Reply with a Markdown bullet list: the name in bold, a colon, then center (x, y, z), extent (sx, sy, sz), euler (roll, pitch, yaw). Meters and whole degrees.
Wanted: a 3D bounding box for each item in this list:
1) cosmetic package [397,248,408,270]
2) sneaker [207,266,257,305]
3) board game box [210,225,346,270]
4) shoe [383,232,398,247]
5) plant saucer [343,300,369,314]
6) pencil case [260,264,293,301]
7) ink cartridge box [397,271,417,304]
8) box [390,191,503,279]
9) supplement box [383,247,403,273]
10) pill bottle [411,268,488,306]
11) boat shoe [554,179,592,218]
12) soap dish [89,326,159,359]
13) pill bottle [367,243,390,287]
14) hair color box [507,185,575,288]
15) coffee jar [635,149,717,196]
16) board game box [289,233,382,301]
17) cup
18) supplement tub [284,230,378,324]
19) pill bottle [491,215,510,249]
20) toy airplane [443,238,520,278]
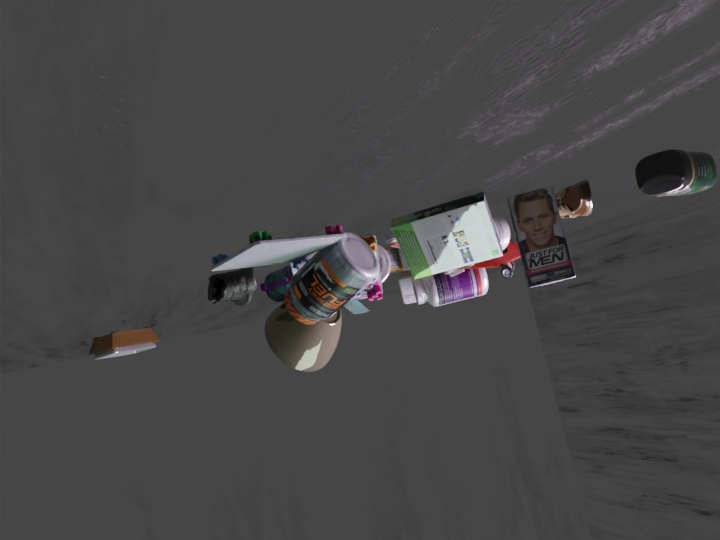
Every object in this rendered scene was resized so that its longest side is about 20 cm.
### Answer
- **cosmetic package**: center (0.211, -0.054, 1.672), extent (0.199, 0.074, 0.103), euler (-9, 173, -41)
- **sneaker**: center (-0.318, 0.045, 1.455), extent (0.113, 0.077, 0.199), euler (-9, 170, -17)
- **board game box**: center (-0.160, -0.044, 1.148), extent (0.198, 0.026, 0.199), euler (-8, 171, -39)
- **shoe**: center (0.146, -0.055, 1.437), extent (0.199, 0.092, 0.071), euler (-8, 172, -39)
- **plant saucer**: center (-0.063, 0.056, 1.579), extent (0.036, 0.199, 0.200), euler (-50, 174, -3)
- **pencil case**: center (-0.175, 0.024, 1.504), extent (0.092, 0.086, 0.199), euler (-10, 174, -31)
- **ink cartridge box**: center (0.187, 0.014, 1.828), extent (0.144, 0.084, 0.200), euler (-13, -161, 5)
- **box**: center (0.178, -0.068, 1.232), extent (0.198, 0.145, 0.037), euler (-16, -146, 17)
- **supplement box**: center (0.096, -0.029, 1.684), extent (0.199, 0.070, 0.066), euler (-6, 170, -41)
- **pill bottle**: center (0.247, 0.033, 1.664), extent (0.198, 0.114, 0.112), euler (-13, 174, -1)
- **boat shoe**: center (0.470, -0.151, 1.356), extent (0.073, 0.077, 0.200), euler (-10, 173, 5)
- **soap dish**: center (-0.874, 0.268, 2.214), extent (0.156, 0.082, 0.199), euler (-17, 173, 34)
- **pill bottle**: center (0.000, 0.000, 1.529), extent (0.109, 0.112, 0.200), euler (-11, 173, -15)
- **hair color box**: center (0.390, -0.071, 1.300), extent (0.099, 0.202, 0.060), euler (-15, 174, 14)
- **coffee jar**: center (0.649, -0.199, 1.232), extent (0.199, 0.086, 0.104), euler (-8, 175, -44)
- **board game box**: center (-0.052, 0.013, 1.370), extent (0.198, 0.026, 0.201), euler (-11, 136, -2)
- **cup**: center (-0.127, 0.136, 1.541), extent (0.199, 0.201, 0.143), euler (-7, 147, -44)
- **supplement tub**: center (-0.066, 0.020, 1.267), extent (0.200, 0.123, 0.122), euler (-43, 159, 29)
- **pill bottle**: center (0.243, -0.075, 1.366), extent (0.198, 0.114, 0.112), euler (-10, 173, -33)
- **toy airplane**: center (0.298, -0.055, 1.548), extent (0.197, 0.143, 0.200), euler (-14, -163, -23)
